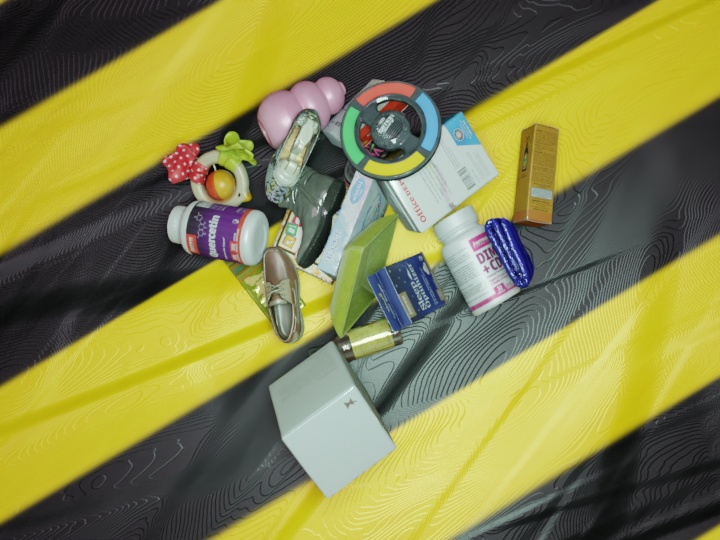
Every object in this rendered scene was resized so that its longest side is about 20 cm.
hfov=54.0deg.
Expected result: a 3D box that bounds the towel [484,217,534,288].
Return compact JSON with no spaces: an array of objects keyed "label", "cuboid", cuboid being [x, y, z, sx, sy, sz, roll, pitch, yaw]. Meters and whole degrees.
[{"label":"towel","cuboid":[0.306,-0.042,1.412,0.049,0.200,0.150,-30,85,16]}]

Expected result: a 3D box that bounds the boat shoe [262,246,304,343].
[{"label":"boat shoe","cuboid":[-0.161,0.051,1.449,0.074,0.072,0.205,-15,92,12]}]

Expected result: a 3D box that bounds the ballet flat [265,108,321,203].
[{"label":"ballet flat","cuboid":[-0.134,-0.230,1.408,0.071,0.072,0.204,25,91,4]}]

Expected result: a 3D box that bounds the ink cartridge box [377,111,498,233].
[{"label":"ink cartridge box","cuboid":[0.146,-0.196,1.439,0.198,0.146,0.148,-36,100,-4]}]

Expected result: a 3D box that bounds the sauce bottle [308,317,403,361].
[{"label":"sauce bottle","cuboid":[-0.011,0.152,1.468,0.195,0.065,0.066,-17,84,-2]}]

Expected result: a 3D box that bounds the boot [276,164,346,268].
[{"label":"boot","cuboid":[-0.120,-0.116,1.459,0.128,0.068,0.204,22,86,16]}]

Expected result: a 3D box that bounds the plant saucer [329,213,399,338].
[{"label":"plant saucer","cuboid":[0.000,0.000,1.385,0.047,0.200,0.204,22,120,14]}]

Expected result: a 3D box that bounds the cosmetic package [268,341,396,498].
[{"label":"cosmetic package","cuboid":[-0.059,0.281,1.364,0.164,0.200,0.169,-34,113,-2]}]

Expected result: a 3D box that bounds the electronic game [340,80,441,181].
[{"label":"electronic game","cuboid":[0.057,-0.265,1.334,0.194,0.042,0.206,-3,74,11]}]

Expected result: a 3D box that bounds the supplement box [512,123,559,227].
[{"label":"supplement box","cuboid":[0.369,-0.198,1.484,0.067,0.066,0.206,6,86,-15]}]

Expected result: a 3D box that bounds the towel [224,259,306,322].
[{"label":"towel","cuboid":[-0.208,0.022,1.509,0.086,0.018,0.201,-39,85,-1]}]

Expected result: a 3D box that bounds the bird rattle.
[{"label":"bird rattle","cuboid":[-0.311,-0.203,1.495,0.195,0.113,0.167,-17,101,3]}]

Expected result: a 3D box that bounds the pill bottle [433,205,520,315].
[{"label":"pill bottle","cuboid":[0.235,-0.022,1.453,0.111,0.113,0.203,-28,85,-1]}]

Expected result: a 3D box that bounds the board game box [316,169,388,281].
[{"label":"board game box","cuboid":[-0.011,-0.074,1.420,0.042,0.199,0.204,21,85,13]}]

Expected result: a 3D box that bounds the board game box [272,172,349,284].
[{"label":"board game box","cuboid":[-0.089,-0.094,1.501,0.148,0.046,0.204,23,86,3]}]

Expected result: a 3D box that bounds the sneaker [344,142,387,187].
[{"label":"sneaker","cuboid":[0.030,-0.265,1.494,0.073,0.087,0.201,38,87,4]}]

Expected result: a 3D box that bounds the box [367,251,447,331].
[{"label":"box","cuboid":[0.098,0.040,1.419,0.032,0.198,0.123,-30,85,35]}]

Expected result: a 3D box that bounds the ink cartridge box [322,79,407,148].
[{"label":"ink cartridge box","cuboid":[0.011,-0.319,1.447,0.160,0.200,0.047,-44,112,-2]}]

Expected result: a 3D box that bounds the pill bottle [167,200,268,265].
[{"label":"pill bottle","cuboid":[-0.295,-0.081,1.463,0.195,0.112,0.116,10,85,15]}]

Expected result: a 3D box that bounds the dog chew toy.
[{"label":"dog chew toy","cuboid":[-0.119,-0.340,1.493,0.197,0.125,0.126,-31,85,-10]}]
